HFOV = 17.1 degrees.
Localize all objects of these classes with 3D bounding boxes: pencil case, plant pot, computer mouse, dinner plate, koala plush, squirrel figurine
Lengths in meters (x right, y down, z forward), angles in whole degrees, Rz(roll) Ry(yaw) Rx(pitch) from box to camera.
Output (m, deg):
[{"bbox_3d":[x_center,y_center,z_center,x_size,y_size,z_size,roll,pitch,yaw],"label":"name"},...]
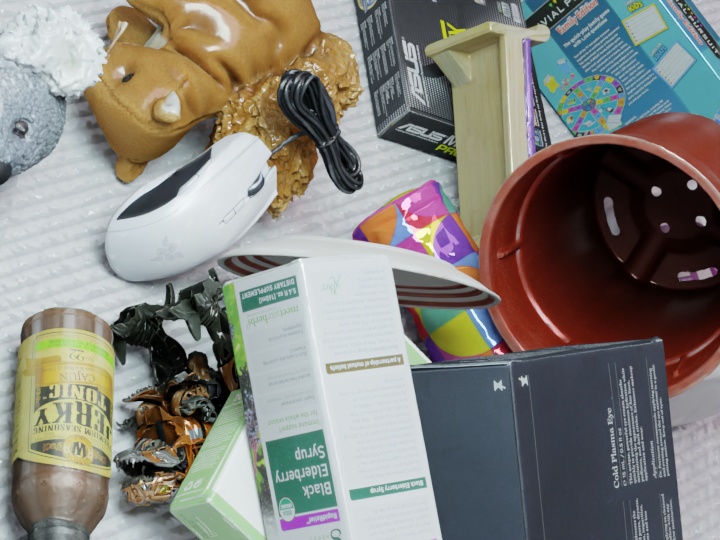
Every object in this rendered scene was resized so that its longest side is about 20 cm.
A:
[{"bbox_3d":[0.075,0.032,1.808,0.088,0.088,0.200,-22,79,-50],"label":"pencil case"},{"bbox_3d":[0.215,-0.025,1.785,0.201,0.201,0.195,52,28,1],"label":"plant pot"},{"bbox_3d":[-0.086,-0.052,1.666,0.200,0.044,0.110,-37,132,-19],"label":"computer mouse"},{"bbox_3d":[0.000,0.000,1.674,0.200,0.200,0.024,14,81,-37],"label":"dinner plate"},{"bbox_3d":[-0.271,-0.114,1.519,0.200,0.177,0.184,6,46,-37],"label":"koala plush"},{"bbox_3d":[-0.101,-0.132,1.724,0.200,0.142,0.187,42,46,-7],"label":"squirrel figurine"}]

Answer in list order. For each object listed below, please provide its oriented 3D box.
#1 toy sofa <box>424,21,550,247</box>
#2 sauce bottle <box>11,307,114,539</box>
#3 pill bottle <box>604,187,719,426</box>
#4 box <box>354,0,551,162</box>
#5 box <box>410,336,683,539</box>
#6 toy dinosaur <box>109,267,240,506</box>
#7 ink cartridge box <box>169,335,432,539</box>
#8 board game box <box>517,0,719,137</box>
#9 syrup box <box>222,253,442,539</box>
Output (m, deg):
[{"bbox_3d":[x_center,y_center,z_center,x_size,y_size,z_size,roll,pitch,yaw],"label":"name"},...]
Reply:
[{"bbox_3d":[0.117,-0.090,1.892,0.097,0.083,0.200,6,76,-37],"label":"toy sofa"},{"bbox_3d":[-0.186,0.118,1.498,0.065,0.065,0.200,21,47,-32],"label":"sauce bottle"},{"bbox_3d":[0.242,0.018,1.954,0.112,0.112,0.200,5,58,-42],"label":"pill bottle"},{"bbox_3d":[0.074,-0.182,2.000,0.160,0.044,0.200,17,50,-35],"label":"box"},{"bbox_3d":[0.123,0.153,1.615,0.182,0.104,0.200,-4,88,-50],"label":"box"},{"bbox_3d":[-0.109,0.080,1.606,0.136,0.102,0.200,62,19,-10],"label":"toy dinosaur"},{"bbox_3d":[-0.024,0.120,1.580,0.146,0.048,0.200,45,51,-24],"label":"ink cartridge box"},{"bbox_3d":[0.231,-0.178,2.063,0.200,0.151,0.047,54,38,3],"label":"board game box"},{"bbox_3d":[-0.017,0.096,1.507,0.081,0.079,0.200,-4,82,-43],"label":"syrup box"}]
